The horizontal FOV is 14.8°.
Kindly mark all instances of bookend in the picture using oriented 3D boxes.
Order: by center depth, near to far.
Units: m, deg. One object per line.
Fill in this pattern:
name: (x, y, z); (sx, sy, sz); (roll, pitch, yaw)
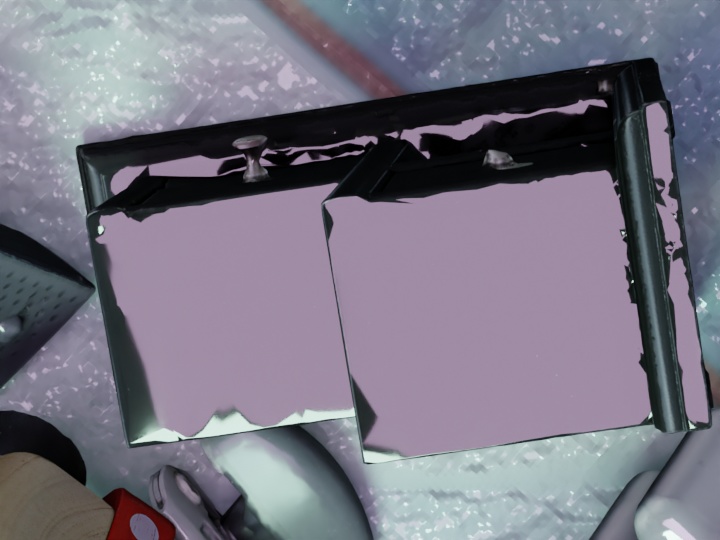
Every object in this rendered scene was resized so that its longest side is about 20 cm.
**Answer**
bookend: (0.000, 0.000, 0.842); (0.200, 0.199, 0.092); (-9, 97, 7)

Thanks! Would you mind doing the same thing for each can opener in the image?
can opener: (0.005, 0.134, 0.929); (0.067, 0.053, 0.200); (-40, 92, 8)

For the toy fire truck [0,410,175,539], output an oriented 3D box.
toy fire truck: (-0.100, 0.176, 0.904); (0.200, 0.129, 0.176); (39, 125, -18)

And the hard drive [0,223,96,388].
hard drive: (-0.191, 0.050, 0.903); (0.200, 0.135, 0.042); (-42, 69, 9)

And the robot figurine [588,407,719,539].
robot figurine: (0.163, 0.135, 0.883); (0.200, 0.113, 0.170); (42, 138, 0)
